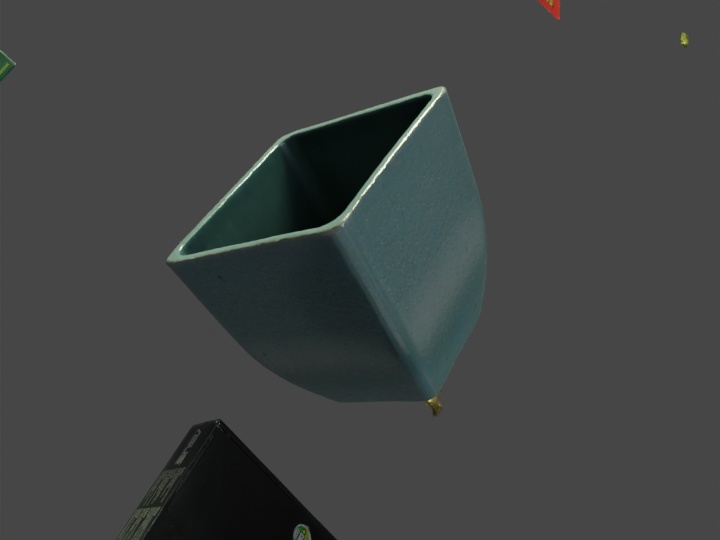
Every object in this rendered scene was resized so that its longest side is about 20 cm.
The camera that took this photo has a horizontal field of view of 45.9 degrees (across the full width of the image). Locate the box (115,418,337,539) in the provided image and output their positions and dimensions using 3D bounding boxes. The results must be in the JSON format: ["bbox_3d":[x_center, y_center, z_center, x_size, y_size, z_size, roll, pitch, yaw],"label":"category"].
[{"bbox_3d":[-0.103,0.251,0.630,0.194,0.047,0.201,53,46,-22],"label":"box"}]

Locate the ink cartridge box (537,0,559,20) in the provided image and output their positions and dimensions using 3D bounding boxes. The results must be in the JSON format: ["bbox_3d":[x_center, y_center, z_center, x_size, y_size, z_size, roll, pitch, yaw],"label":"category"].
[{"bbox_3d":[0.241,-0.479,1.209,0.198,0.050,0.164,26,60,-34],"label":"ink cartridge box"}]

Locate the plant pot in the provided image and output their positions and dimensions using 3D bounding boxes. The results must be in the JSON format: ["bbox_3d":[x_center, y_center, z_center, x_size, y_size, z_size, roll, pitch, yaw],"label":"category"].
[{"bbox_3d":[0.000,0.000,0.721,0.202,0.194,0.197,59,45,-26],"label":"plant pot"}]

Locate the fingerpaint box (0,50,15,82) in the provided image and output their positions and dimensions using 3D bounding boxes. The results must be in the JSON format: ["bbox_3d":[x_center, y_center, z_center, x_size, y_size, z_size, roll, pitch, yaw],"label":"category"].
[{"bbox_3d":[-0.333,-0.105,0.498,0.167,0.073,0.202,43,50,-26],"label":"fingerpaint box"}]
